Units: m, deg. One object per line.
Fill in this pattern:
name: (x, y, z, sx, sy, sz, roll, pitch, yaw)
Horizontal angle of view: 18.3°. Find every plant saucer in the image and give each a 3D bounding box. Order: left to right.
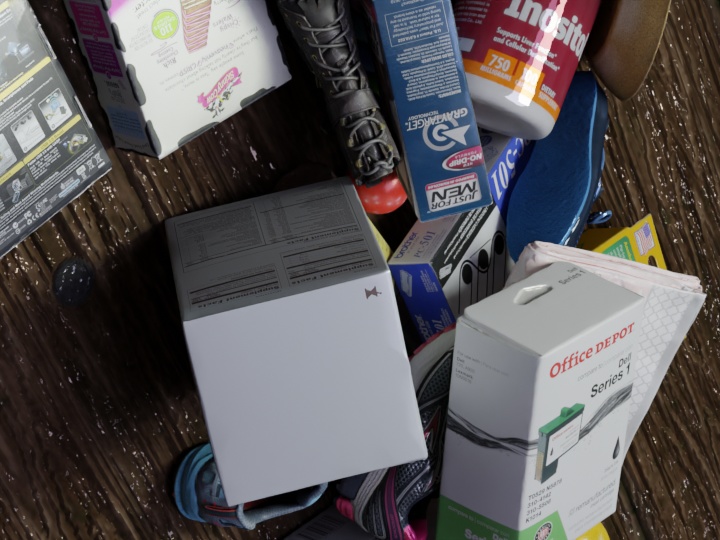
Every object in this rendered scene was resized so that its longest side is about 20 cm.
plant saucer: (0.219, -0.243, 1.856, 0.035, 0.200, 0.201, 8, 97, -8)

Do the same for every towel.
towel: (0.172, 0.079, 1.829, 0.190, 0.032, 0.201, 11, 114, -32)

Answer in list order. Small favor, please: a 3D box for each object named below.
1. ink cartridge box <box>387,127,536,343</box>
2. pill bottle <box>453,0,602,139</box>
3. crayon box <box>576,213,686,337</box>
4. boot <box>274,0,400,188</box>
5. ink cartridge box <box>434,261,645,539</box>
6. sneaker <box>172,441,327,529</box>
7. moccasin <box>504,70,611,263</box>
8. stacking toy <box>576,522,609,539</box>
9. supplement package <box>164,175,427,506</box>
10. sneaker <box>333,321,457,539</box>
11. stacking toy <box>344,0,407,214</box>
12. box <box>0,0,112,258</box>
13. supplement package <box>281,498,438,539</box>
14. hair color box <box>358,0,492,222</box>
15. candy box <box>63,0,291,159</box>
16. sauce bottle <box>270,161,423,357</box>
ink cartridge box: (0.096, -0.032, 1.836, 0.200, 0.044, 0.094, -55, 132, -41)
pill bottle: (0.136, -0.217, 1.816, 0.113, 0.113, 0.201, 28, 80, -41)
crayon box: (0.196, 0.046, 1.953, 0.200, 0.051, 0.126, -32, 110, -40)
boot: (-0.012, -0.150, 1.638, 0.069, 0.200, 0.175, -21, 81, 0)
ink cartridge box: (0.138, 0.113, 1.721, 0.146, 0.084, 0.201, -26, 130, -44)
sneaker: (-0.046, 0.157, 1.765, 0.200, 0.095, 0.080, -27, 118, -33)
moccasin: (0.178, -0.073, 1.848, 0.068, 0.080, 0.201, 55, 47, -46)
stacking toy: (0.162, 0.239, 1.895, 0.146, 0.200, 0.147, -11, 108, -38)
supplement package: (-0.051, 0.047, 1.633, 0.150, 0.200, 0.152, -13, 113, -4)
sneaker: (0.058, 0.124, 1.751, 0.081, 0.075, 0.201, -9, 129, -61)
stacking toy: (0.021, -0.143, 1.769, 0.085, 0.085, 0.201, -4, 110, -40)
box: (-0.284, -0.080, 1.533, 0.200, 0.049, 0.162, -42, 126, -25)
supplement package: (0.021, 0.307, 1.826, 0.191, 0.147, 0.201, -30, 119, -32)
hair color box: (0.044, -0.148, 1.677, 0.060, 0.100, 0.201, -15, 113, -3)
candy box: (-0.142, -0.201, 1.616, 0.136, 0.061, 0.201, -33, 120, -31)
sauce bottle: (0.000, 0.000, 1.786, 0.066, 0.066, 0.200, -52, 127, -18)
